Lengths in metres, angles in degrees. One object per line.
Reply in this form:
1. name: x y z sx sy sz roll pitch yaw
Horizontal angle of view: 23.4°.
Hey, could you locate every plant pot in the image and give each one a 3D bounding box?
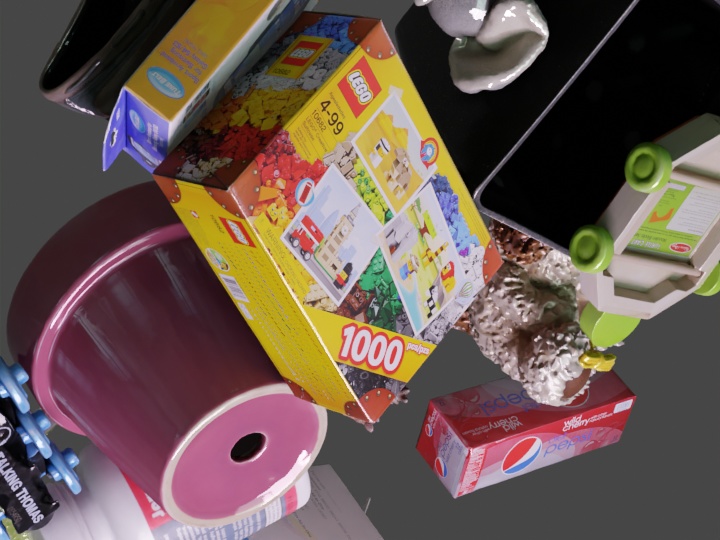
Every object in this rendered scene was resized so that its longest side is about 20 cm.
1. plant pot: -0.120 0.068 1.194 0.198 0.179 0.201 -22 140 -20
2. plant pot: 0.142 -0.146 1.204 0.200 0.178 0.199 -51 143 14

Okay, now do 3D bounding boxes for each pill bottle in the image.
1. pill bottle: -0.149 0.168 1.319 0.199 0.120 0.120 -27 142 -18

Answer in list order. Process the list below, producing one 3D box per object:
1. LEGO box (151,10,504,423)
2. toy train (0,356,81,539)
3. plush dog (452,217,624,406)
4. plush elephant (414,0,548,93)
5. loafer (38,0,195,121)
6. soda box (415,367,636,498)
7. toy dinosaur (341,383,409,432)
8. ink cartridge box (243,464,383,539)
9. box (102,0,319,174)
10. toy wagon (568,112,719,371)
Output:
1. LEGO box: -0.014 -0.032 1.067 0.149 0.077 0.201 -49 129 -24
2. toy train: -0.258 0.098 1.157 0.086 0.114 0.201 -34 144 -13
3. plush dog: 0.144 -0.012 1.406 0.200 0.159 0.174 -36 139 -56
4. plush elephant: 0.064 -0.210 1.081 0.198 0.166 0.155 12 142 -22
5. loafer: -0.131 -0.173 1.032 0.062 0.072 0.201 5 127 -36
6. soda box: 0.152 0.138 1.591 0.198 0.070 0.064 -14 137 -32
7. toy dinosaur: -0.035 0.066 1.348 0.134 0.087 0.200 11 145 -33
8. ink cartridge box: -0.074 0.257 1.471 0.198 0.125 0.129 -1 129 -39
9. box: -0.082 -0.136 1.043 0.201 0.041 0.119 -54 178 -15
10. toy wagon: 0.207 -0.017 1.213 0.154 0.040 0.201 9 122 -45
